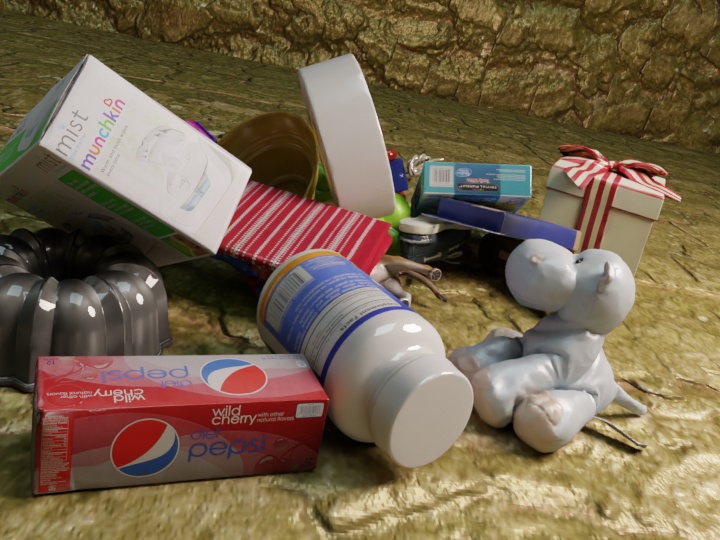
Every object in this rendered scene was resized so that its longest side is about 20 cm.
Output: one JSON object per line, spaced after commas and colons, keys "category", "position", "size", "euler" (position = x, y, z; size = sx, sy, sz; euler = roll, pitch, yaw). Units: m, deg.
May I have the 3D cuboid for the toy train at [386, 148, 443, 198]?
{"category": "toy train", "position": [0.028, -0.148, 1.161], "size": [0.197, 0.086, 0.115], "euler": [-20, 13, -32]}

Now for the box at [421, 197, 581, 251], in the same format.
{"category": "box", "position": [0.190, -0.064, 0.965], "size": [0.197, 0.033, 0.120], "euler": [7, 10, -39]}

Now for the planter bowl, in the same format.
{"category": "planter bowl", "position": [-0.121, -0.098, 0.933], "size": [0.199, 0.202, 0.083], "euler": [29, -9, 38]}

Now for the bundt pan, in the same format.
{"category": "bundt pan", "position": [-0.261, 0.020, 0.630], "size": [0.198, 0.077, 0.202], "euler": [12, 21, -4]}

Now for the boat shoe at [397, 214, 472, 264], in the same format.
{"category": "boat shoe", "position": [0.107, -0.042, 1.008], "size": [0.073, 0.063, 0.199], "euler": [11, 11, 21]}

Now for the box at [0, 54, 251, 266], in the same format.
{"category": "box", "position": [-0.233, -0.090, 0.684], "size": [0.175, 0.098, 0.198], "euler": [34, -24, -33]}

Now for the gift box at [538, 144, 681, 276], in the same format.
{"category": "gift box", "position": [0.359, -0.076, 1.071], "size": [0.181, 0.190, 0.200], "euler": [17, 20, 13]}

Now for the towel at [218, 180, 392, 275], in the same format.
{"category": "towel", "position": [-0.073, -0.038, 0.777], "size": [0.196, 0.023, 0.145], "euler": [18, 34, 10]}

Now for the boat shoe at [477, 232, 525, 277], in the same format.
{"category": "boat shoe", "position": [0.242, -0.003, 0.981], "size": [0.074, 0.076, 0.202], "euler": [9, 20, -26]}

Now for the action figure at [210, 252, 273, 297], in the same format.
{"category": "action figure", "position": [-0.115, -0.012, 0.800], "size": [0.198, 0.066, 0.051], "euler": [33, 6, 27]}

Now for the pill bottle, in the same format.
{"category": "pill bottle", "position": [0.001, 0.070, 0.601], "size": [0.110, 0.114, 0.199], "euler": [-3, 26, -35]}

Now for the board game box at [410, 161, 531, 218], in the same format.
{"category": "board game box", "position": [0.157, -0.107, 1.071], "size": [0.148, 0.048, 0.200], "euler": [2, -10, -1]}

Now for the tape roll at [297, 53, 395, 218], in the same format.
{"category": "tape roll", "position": [-0.018, -0.158, 0.888], "size": [0.069, 0.206, 0.203], "euler": [-17, 24, -2]}

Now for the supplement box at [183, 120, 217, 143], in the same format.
{"category": "supplement box", "position": [-0.311, -0.153, 1.000], "size": [0.197, 0.103, 0.103], "euler": [-2, 26, -30]}

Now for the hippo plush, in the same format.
{"category": "hippo plush", "position": [0.188, 0.061, 0.659], "size": [0.197, 0.164, 0.159], "euler": [18, 21, 16]}

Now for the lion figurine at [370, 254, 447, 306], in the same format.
{"category": "lion figurine", "position": [0.000, 0.000, 0.860], "size": [0.197, 0.074, 0.122], "euler": [17, 6, -31]}

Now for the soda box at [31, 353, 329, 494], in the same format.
{"category": "soda box", "position": [-0.127, 0.103, 0.512], "size": [0.196, 0.065, 0.070], "euler": [3, 23, -26]}

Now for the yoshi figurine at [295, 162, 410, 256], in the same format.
{"category": "yoshi figurine", "position": [-0.008, -0.098, 1.024], "size": [0.199, 0.113, 0.112], "euler": [37, 7, 15]}
